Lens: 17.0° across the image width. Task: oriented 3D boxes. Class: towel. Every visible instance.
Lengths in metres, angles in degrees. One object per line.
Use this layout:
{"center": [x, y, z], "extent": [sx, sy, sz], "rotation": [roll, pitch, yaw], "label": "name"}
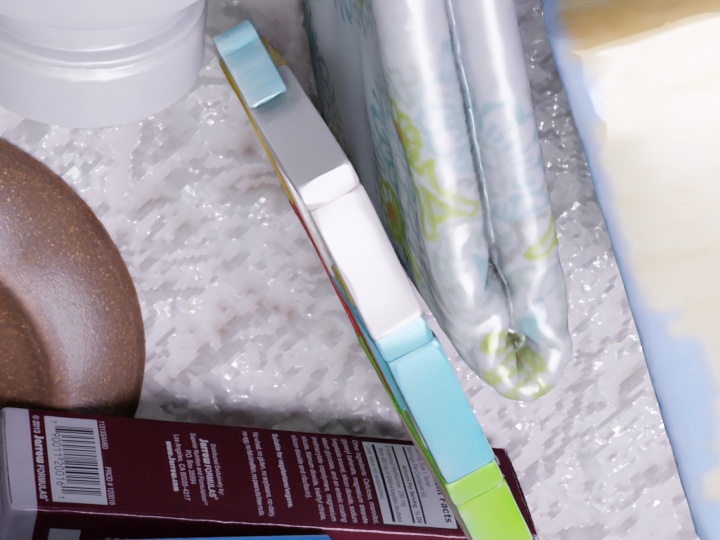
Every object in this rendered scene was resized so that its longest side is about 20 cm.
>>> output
{"center": [0.012, -0.080, 0.767], "extent": [0.048, 0.171, 0.201], "rotation": [-16, 119, -5], "label": "towel"}

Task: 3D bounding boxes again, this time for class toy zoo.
{"center": [0.000, 0.000, 0.832], "extent": [0.020, 0.131, 0.200], "rotation": [-27, 116, -2], "label": "toy zoo"}

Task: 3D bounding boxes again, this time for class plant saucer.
{"center": [-0.181, 0.036, 0.902], "extent": [0.200, 0.037, 0.201], "rotation": [0, 119, -1], "label": "plant saucer"}

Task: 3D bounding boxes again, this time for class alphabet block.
{"center": [0.169, -0.059, 0.770], "extent": [0.199, 0.197, 0.196], "rotation": [-17, 120, 7], "label": "alphabet block"}

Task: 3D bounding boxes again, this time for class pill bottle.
{"center": [-0.086, -0.146, 0.751], "extent": [0.111, 0.111, 0.200], "rotation": [2, 133, -3], "label": "pill bottle"}

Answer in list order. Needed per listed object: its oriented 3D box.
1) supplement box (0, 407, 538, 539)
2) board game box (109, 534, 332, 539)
{"center": [-0.044, 0.117, 0.915], "extent": [0.199, 0.061, 0.109], "rotation": [6, 123, -16], "label": "supplement box"}
{"center": [-0.117, 0.183, 0.843], "extent": [0.199, 0.056, 0.196], "rotation": [3, 128, -34], "label": "board game box"}
